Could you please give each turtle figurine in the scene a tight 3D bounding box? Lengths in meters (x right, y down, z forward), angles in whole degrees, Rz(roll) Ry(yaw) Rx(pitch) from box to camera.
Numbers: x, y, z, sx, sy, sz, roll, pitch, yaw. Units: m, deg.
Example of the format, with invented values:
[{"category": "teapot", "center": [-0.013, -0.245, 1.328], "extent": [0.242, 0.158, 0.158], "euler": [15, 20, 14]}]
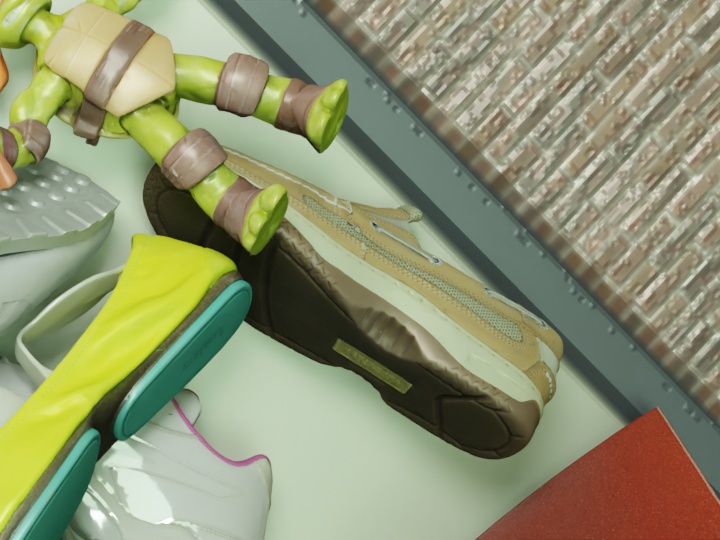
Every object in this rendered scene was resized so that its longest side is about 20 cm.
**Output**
[{"category": "turtle figurine", "center": [-0.097, -0.070, 0.852], "extent": [0.161, 0.064, 0.200], "euler": [30, 59, 5]}]

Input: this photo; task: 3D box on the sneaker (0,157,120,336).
[{"category": "sneaker", "center": [-0.168, 0.010, 0.833], "extent": [0.076, 0.200, 0.081], "euler": [24, 119, 21]}]

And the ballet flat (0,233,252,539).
[{"category": "ballet flat", "center": [-0.120, 0.056, 0.840], "extent": [0.067, 0.067, 0.200], "euler": [31, 54, 10]}]

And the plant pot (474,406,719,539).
[{"category": "plant pot", "center": [0.108, 0.209, 0.920], "extent": [0.176, 0.200, 0.200], "euler": [-26, 105, 2]}]

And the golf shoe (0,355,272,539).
[{"category": "golf shoe", "center": [-0.124, 0.071, 0.903], "extent": [0.200, 0.075, 0.092], "euler": [38, 65, -14]}]

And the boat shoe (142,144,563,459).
[{"category": "boat shoe", "center": [0.000, 0.000, 0.922], "extent": [0.200, 0.072, 0.076], "euler": [37, 55, -9]}]
